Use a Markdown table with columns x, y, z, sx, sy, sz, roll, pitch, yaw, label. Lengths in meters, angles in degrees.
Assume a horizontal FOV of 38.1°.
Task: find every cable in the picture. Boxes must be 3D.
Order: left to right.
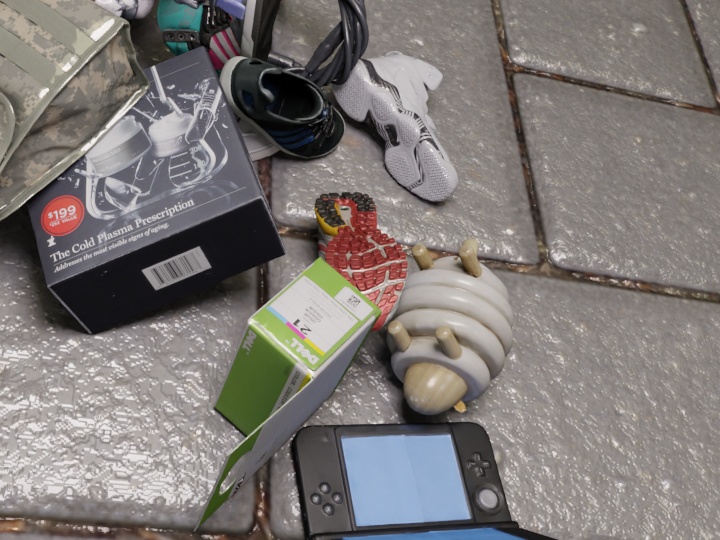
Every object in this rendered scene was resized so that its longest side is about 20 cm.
| x | y | z | sx | sy | sz | roll | pitch | yaw | label |
| --- | --- | --- | --- | --- | --- | --- | --- | --- | --- |
| -0.081 | -0.280 | 1.178 | 0.051 | 0.198 | 0.165 | -31 | 111 | -65 | cable |

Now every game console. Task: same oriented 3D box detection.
| x | y | z | sx | sy | sz | roll | pitch | yaw | label |
| --- | --- | --- | --- | --- | --- | --- | --- | --- | --- |
| 0.058 | 0.188 | 0.897 | 0.198 | 0.119 | 0.173 | 2 | 54 | -21 | game console |

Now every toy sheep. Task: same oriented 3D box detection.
| x | y | z | sx | sy | sz | roll | pitch | yaw | label |
| --- | --- | --- | --- | --- | --- | --- | --- | --- | --- |
| 0.087 | 0.049 | 1.005 | 0.137 | 0.138 | 0.201 | 25 | 61 | -3 | toy sheep |

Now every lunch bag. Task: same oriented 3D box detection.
| x | y | z | sx | sy | sz | roll | pitch | yaw | label |
| --- | --- | --- | --- | --- | --- | --- | --- | --- | --- |
| -0.310 | -0.155 | 0.880 | 0.163 | 0.118 | 0.200 | 34 | 71 | 15 | lunch bag |

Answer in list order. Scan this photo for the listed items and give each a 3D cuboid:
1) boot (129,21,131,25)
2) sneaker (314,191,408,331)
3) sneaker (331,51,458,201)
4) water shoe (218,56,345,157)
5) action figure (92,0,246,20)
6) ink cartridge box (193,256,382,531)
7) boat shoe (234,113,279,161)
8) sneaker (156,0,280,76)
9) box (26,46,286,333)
| x | y | z | sx | sy | sz | roll | pitch | yaw | label |
| --- | --- | --- | --- | --- | --- | --- | --- | --- | --- |
| -0.258 | -0.264 | 1.099 | 0.076 | 0.170 | 0.200 | 15 | 16 | 26 | boot |
| 0.000 | 0.000 | 1.007 | 0.077 | 0.083 | 0.200 | -3 | 31 | -6 | sneaker |
| 0.064 | -0.176 | 1.202 | 0.115 | 0.075 | 0.200 | -29 | 75 | -41 | sneaker |
| -0.065 | -0.162 | 1.090 | 0.078 | 0.072 | 0.199 | 15 | -1 | 35 | water shoe |
| -0.190 | -0.273 | 0.974 | 0.199 | 0.105 | 0.194 | 32 | 44 | 3 | action figure |
| -0.085 | 0.103 | 0.882 | 0.076 | 0.148 | 0.200 | 40 | 50 | 10 | ink cartridge box |
| -0.140 | -0.160 | 1.110 | 0.199 | 0.069 | 0.072 | -19 | 64 | -32 | boat shoe |
| -0.150 | -0.270 | 1.082 | 0.120 | 0.200 | 0.084 | 23 | 66 | -3 | sneaker |
| -0.195 | -0.074 | 0.950 | 0.199 | 0.104 | 0.183 | -23 | 61 | -3 | box |
